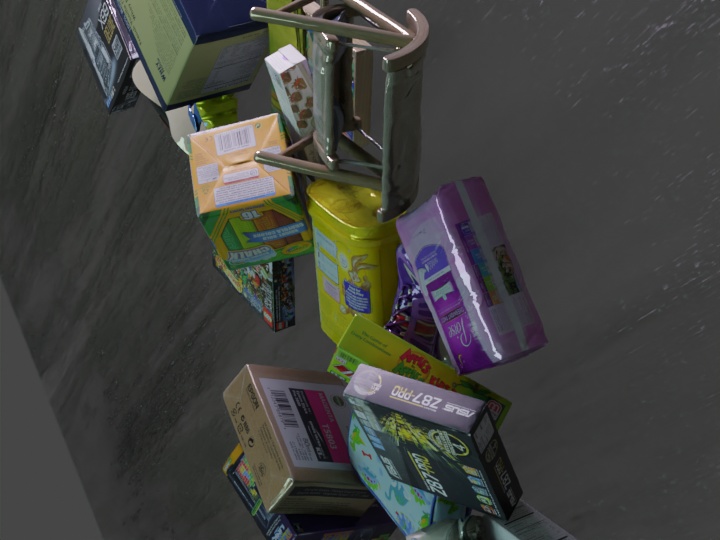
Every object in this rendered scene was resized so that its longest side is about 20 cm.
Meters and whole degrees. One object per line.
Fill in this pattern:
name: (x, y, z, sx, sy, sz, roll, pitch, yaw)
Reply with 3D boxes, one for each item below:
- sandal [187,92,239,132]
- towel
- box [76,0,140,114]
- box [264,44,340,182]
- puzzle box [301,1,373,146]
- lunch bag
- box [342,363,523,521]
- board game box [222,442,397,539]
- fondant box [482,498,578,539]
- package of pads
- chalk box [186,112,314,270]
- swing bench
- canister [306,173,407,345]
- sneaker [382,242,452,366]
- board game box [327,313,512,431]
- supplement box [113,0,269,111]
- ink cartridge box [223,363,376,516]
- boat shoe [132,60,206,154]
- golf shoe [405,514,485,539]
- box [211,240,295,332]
sandal: (-0.203, -0.185, 2.023, 0.087, 0.079, 0.200, -172, 74, -65)
towel: (-0.095, -0.263, 1.761, 0.086, 0.018, 0.200, 40, 140, 46)
box: (-0.399, -0.370, 2.299, 0.158, 0.050, 0.200, 66, 154, 11)
box: (-0.069, -0.187, 1.724, 0.041, 0.039, 0.200, 49, 165, 40)
puzzle box: (-0.049, -0.252, 1.727, 0.200, 0.025, 0.133, 44, 144, 43)
lunch bag: (0.062, 0.244, 1.772, 0.200, 0.082, 0.161, 48, 144, 40)
box: (0.084, 0.191, 1.563, 0.161, 0.049, 0.200, 18, 152, 30)
board game box: (-0.067, 0.309, 1.932, 0.165, 0.200, 0.057, 51, 121, 34)
fondant box: (0.220, 0.365, 1.574, 0.200, 0.058, 0.145, 31, 133, 54)
package of pads: (0.117, 0.009, 1.521, 0.200, 0.076, 0.120, 68, 156, 6)
chalk box: (-0.129, -0.085, 1.781, 0.200, 0.125, 0.124, 67, -169, -62)
swing bench: (-0.007, -0.193, 1.561, 0.200, 0.130, 0.199, 26, 131, 28)
canister: (0.000, 0.000, 1.731, 0.149, 0.086, 0.200, 39, 141, 49)
sneaker: (0.061, 0.058, 1.652, 0.081, 0.083, 0.200, 33, 134, 52)
board game box: (0.064, 0.131, 1.596, 0.200, 0.048, 0.102, 30, 159, 4)
supplement box: (-0.218, -0.353, 1.865, 0.200, 0.134, 0.200, 65, 153, 13)
ink cartridge box: (-0.075, 0.228, 1.894, 0.075, 0.165, 0.200, -52, 47, 32)
boat shoe: (-0.263, -0.238, 2.117, 0.201, 0.074, 0.063, 50, -173, 18)
golf shoe: (0.103, 0.328, 1.673, 0.200, 0.097, 0.078, 63, -155, -67)
box: (-0.161, -0.018, 2.082, 0.200, 0.038, 0.137, 43, 142, 44)
